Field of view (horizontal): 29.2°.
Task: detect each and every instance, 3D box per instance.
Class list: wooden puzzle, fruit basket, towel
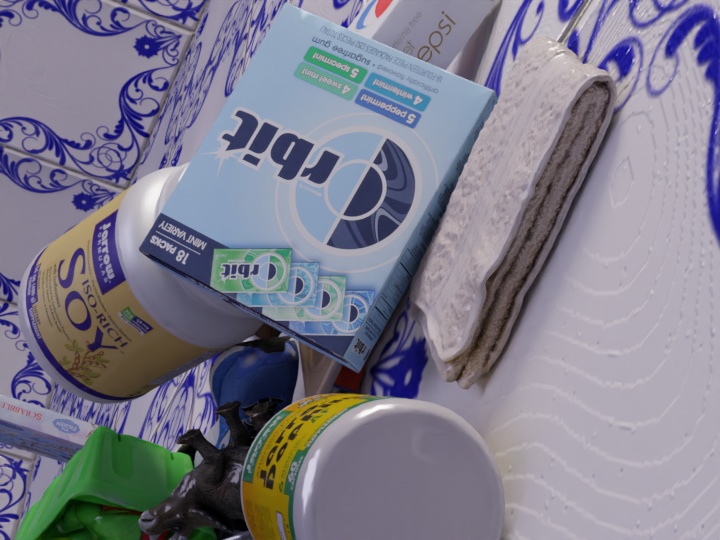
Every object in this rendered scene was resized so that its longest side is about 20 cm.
[{"bbox_3d":[0.000,0.000,1.062,0.185,0.046,0.201,-103,30,-64],"label":"wooden puzzle"},{"bbox_3d":[-0.232,0.259,1.162,0.216,0.155,0.216,-44,33,39],"label":"fruit basket"},{"bbox_3d":[0.084,-0.039,0.824,0.133,0.034,0.201,-114,46,-68],"label":"towel"}]

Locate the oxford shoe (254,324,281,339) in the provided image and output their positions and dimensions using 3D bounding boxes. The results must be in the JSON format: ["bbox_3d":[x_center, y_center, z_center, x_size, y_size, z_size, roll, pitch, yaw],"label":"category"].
[{"bbox_3d":[-0.077,-0.012,1.217,0.200,0.074,0.071,-59,-16,-62],"label":"oxford shoe"}]

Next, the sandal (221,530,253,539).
[{"bbox_3d":[-0.098,0.238,1.049,0.203,0.082,0.050,-19,-92,-85],"label":"sandal"}]

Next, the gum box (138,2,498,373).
[{"bbox_3d":[-0.026,-0.059,0.923,0.200,0.169,0.045,-60,-22,-9],"label":"gum box"}]

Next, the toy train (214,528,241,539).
[{"bbox_3d":[-0.149,0.302,1.218,0.056,0.042,0.201,32,102,65],"label":"toy train"}]

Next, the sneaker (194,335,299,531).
[{"bbox_3d":[-0.082,0.135,1.124,0.089,0.078,0.201,-120,33,-41],"label":"sneaker"}]

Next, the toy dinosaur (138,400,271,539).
[{"bbox_3d":[-0.076,0.157,1.044,0.077,0.199,0.103,-45,-58,-59],"label":"toy dinosaur"}]

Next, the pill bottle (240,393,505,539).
[{"bbox_3d":[-0.005,0.126,0.780,0.200,0.112,0.113,167,121,-73],"label":"pill bottle"}]

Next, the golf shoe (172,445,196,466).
[{"bbox_3d":[-0.184,0.247,1.307,0.200,0.078,0.097,-89,14,-48],"label":"golf shoe"}]

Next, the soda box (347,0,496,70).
[{"bbox_3d":[0.016,-0.150,1.020,0.200,0.064,0.068,-54,22,-10],"label":"soda box"}]

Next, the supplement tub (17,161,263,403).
[{"bbox_3d":[-0.155,0.008,1.070,0.200,0.145,0.146,-29,39,38],"label":"supplement tub"}]

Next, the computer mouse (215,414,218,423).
[{"bbox_3d":[-0.129,0.178,1.328,0.200,0.034,0.059,-89,3,-62],"label":"computer mouse"}]

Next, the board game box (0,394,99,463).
[{"bbox_3d":[-0.520,0.266,2.263,0.199,0.199,0.041,145,143,-64],"label":"board game box"}]
